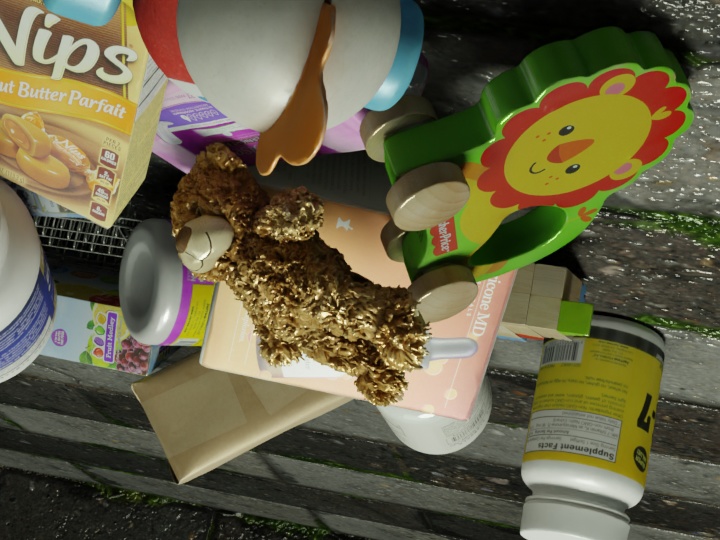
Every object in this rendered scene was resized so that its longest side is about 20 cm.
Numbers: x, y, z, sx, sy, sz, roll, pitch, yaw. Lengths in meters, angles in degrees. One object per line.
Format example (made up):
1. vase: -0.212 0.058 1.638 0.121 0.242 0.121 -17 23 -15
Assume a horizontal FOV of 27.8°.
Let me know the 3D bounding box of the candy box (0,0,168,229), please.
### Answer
1. candy box: -0.169 -0.126 0.832 0.115 0.055 0.200 26 139 2

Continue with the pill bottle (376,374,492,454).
1. pill bottle: 0.064 0.103 1.420 0.114 0.115 0.200 8 162 14

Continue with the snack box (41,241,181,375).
1. snack box: -0.265 0.031 1.392 0.199 0.068 0.169 12 -166 10

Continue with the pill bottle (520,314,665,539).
1. pill bottle: 0.208 0.151 1.323 0.114 0.201 0.114 12 163 4

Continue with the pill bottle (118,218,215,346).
1. pill bottle: -0.096 0.013 1.237 0.199 0.105 0.104 3 170 -31

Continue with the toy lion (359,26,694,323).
1. toy lion: 0.103 -0.062 0.869 0.191 0.069 0.200 -19 152 -3

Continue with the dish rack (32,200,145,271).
1. dish rack: -0.245 -0.040 1.308 0.199 0.055 0.154 10 164 4

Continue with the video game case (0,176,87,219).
1. video game case: -0.267 -0.117 0.955 0.180 0.046 0.201 3 140 8

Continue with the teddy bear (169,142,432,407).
1. teddy bear: -0.043 0.010 0.907 0.200 0.067 0.145 46 153 -5

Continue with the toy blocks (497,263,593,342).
1. toy blocks: 0.107 0.024 1.216 0.199 0.101 0.137 7 173 20

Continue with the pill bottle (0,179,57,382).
1. pill bottle: -0.259 -0.001 0.922 0.119 0.120 0.200 14 164 -3

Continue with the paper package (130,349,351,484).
1. paper package: -0.102 0.114 1.398 0.199 0.104 0.191 -27 175 -4

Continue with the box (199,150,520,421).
1. box: 0.000 0.000 1.037 0.199 0.153 0.107 12 -153 -5

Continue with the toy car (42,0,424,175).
1. toy car: -0.039 -0.110 0.641 0.183 0.201 0.177 15 133 -19

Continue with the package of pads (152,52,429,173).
1. package of pads: -0.069 -0.119 0.902 0.199 0.076 0.120 -5 153 43
